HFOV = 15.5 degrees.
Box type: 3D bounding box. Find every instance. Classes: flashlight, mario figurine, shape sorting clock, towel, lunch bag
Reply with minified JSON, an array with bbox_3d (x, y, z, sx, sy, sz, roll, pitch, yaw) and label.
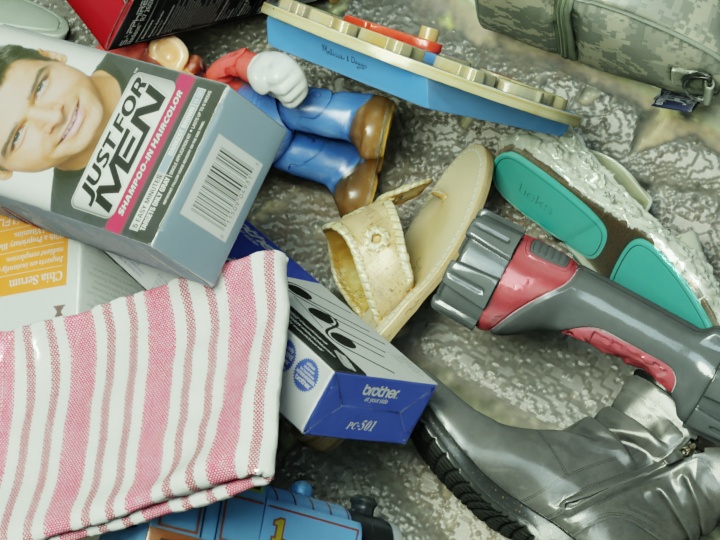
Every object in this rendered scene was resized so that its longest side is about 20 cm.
[{"bbox_3d":[0.141,0.039,1.514,0.199,0.068,0.068,30,76,2],"label":"flashlight"},{"bbox_3d":[-0.086,-0.078,1.592,0.199,0.106,0.124,13,97,1],"label":"mario figurine"},{"bbox_3d":[0.037,-0.124,1.554,0.199,0.200,0.039,19,99,11],"label":"shape sorting clock"},{"bbox_3d":[-0.129,0.073,1.445,0.199,0.030,0.147,-17,51,24],"label":"towel"},{"bbox_3d":[0.174,-0.214,1.596,0.167,0.139,0.201,19,76,12],"label":"lunch bag"}]

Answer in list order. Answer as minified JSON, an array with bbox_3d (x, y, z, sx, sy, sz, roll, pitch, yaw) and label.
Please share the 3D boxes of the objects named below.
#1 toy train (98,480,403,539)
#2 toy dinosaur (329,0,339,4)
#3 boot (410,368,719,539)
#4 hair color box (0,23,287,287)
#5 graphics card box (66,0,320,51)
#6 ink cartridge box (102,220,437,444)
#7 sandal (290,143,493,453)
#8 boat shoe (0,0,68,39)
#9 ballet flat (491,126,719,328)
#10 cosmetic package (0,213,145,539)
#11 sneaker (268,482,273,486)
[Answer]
[{"bbox_3d":[-0.056,0.170,1.487,0.199,0.087,0.115,17,76,-25],"label":"toy train"},{"bbox_3d":[-0.057,-0.188,1.545,0.106,0.061,0.200,8,28,-14],"label":"toy dinosaur"},{"bbox_3d":[0.123,0.102,1.547,0.132,0.070,0.200,-44,84,-11],"label":"boot"},{"bbox_3d":[-0.145,-0.068,1.494,0.200,0.061,0.099,18,78,42],"label":"hair color box"},{"bbox_3d":[-0.109,-0.209,1.610,0.200,0.051,0.126,-20,63,-43],"label":"graphics card box"},{"bbox_3d":[-0.055,0.025,1.517,0.200,0.094,0.044,39,108,36],"label":"ink cartridge box"},{"bbox_3d":[0.002,0.000,1.569,0.070,0.078,0.212,32,80,-21],"label":"sandal"},{"bbox_3d":[-0.285,-0.149,1.666,0.199,0.076,0.061,10,112,-1],"label":"boat shoe"},{"bbox_3d":[0.164,-0.020,1.578,0.072,0.072,0.200,-41,75,-8],"label":"ballet flat"},{"bbox_3d":[-0.188,0.059,1.566,0.101,0.071,0.201,-11,69,28],"label":"cosmetic package"},{"bbox_3d":[-0.078,0.138,1.560,0.082,0.077,0.201,29,77,-14],"label":"sneaker"}]
